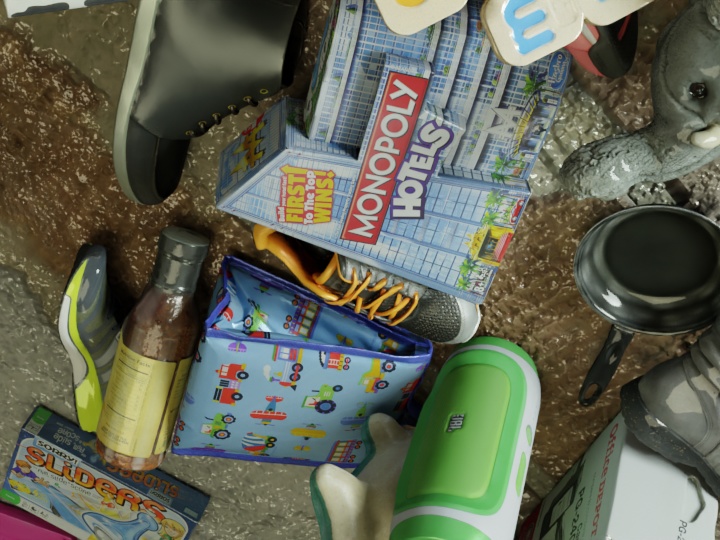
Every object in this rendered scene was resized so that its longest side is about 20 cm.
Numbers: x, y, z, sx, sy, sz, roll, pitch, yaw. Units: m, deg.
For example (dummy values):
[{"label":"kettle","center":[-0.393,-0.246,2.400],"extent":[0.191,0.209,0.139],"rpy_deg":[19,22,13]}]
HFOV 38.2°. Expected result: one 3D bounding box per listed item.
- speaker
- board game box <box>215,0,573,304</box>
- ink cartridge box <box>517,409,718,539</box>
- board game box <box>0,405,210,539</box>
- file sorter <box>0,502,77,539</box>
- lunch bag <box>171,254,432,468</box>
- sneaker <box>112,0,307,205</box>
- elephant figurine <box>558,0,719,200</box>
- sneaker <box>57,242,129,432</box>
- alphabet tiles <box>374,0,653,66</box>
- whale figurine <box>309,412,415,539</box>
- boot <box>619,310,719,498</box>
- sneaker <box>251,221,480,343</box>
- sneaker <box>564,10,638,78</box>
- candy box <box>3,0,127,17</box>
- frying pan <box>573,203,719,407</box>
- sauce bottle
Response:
[{"label":"speaker","center":[0.080,0.140,0.763],"extent":[0.087,0.201,0.089],"rpy_deg":[10,130,12]},{"label":"board game box","center":[0.013,-0.081,0.669],"extent":[0.198,0.062,0.201],"rpy_deg":[8,132,-11]},{"label":"ink cartridge box","center":[0.192,0.222,0.822],"extent":[0.083,0.146,0.201],"rpy_deg":[27,131,1]},{"label":"board game box","center":[-0.267,0.234,1.076],"extent":[0.199,0.035,0.136],"rpy_deg":[29,131,-3]},{"label":"file sorter","center":[-0.413,0.381,1.185],"extent":[0.138,0.126,0.201],"rpy_deg":[17,131,7]},{"label":"lunch bag","center":[-0.040,0.096,0.858],"extent":[0.198,0.095,0.151],"rpy_deg":[16,130,-7]},{"label":"sneaker","center":[-0.105,-0.114,0.716],"extent":[0.105,0.075,0.201],"rpy_deg":[21,130,3]},{"label":"elephant figurine","center":[0.220,-0.118,0.546],"extent":[0.198,0.157,0.142],"rpy_deg":[10,152,1]},{"label":"sneaker","center":[-0.212,0.060,0.907],"extent":[0.080,0.074,0.202],"rpy_deg":[1,130,-1]},{"label":"alphabet tiles","center":[0.078,-0.215,0.535],"extent":[0.194,0.015,0.201],"rpy_deg":[-27,101,-1]},{"label":"whale figurine","center":[0.018,0.195,0.817],"extent":[0.103,0.161,0.199],"rpy_deg":[-27,159,30]},{"label":"boot","center":[0.296,0.109,0.735],"extent":[0.199,0.070,0.132],"rpy_deg":[29,132,-17]},{"label":"sneaker","center":[0.000,0.000,0.766],"extent":[0.199,0.078,0.078],"rpy_deg":[33,129,-9]},{"label":"sneaker","center":[0.083,-0.188,0.603],"extent":[0.200,0.074,0.087],"rpy_deg":[49,138,-11]},{"label":"candy box","center":[-0.115,-0.243,0.569],"extent":[0.198,0.072,0.169],"rpy_deg":[-10,128,-6]},{"label":"frying pan","center":[0.211,0.027,0.738],"extent":[0.114,0.031,0.191],"rpy_deg":[3,131,18]},{"label":"sauce bottle","center":[-0.166,0.064,0.851],"extent":[0.065,0.066,0.202],"rpy_deg":[20,104,4]}]
